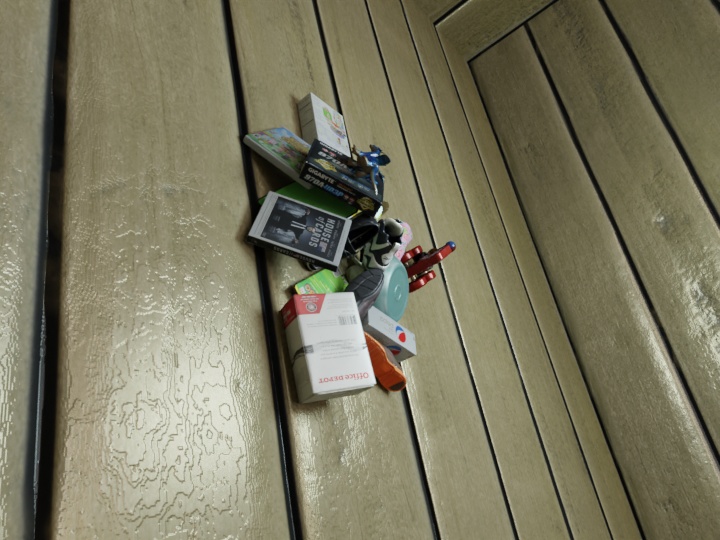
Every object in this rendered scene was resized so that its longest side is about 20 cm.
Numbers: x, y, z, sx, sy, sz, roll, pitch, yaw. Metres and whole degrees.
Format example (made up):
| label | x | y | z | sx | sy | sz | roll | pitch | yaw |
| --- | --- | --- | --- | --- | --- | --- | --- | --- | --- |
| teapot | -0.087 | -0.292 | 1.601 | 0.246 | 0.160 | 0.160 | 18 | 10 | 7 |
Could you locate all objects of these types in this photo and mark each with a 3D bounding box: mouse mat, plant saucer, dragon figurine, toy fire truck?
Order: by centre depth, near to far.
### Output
| label | x | y | z | sx | sy | sz | roll | pitch | yaw |
| --- | --- | --- | --- | --- | --- | --- | --- | --- | --- |
| mouse mat | -0.118 | -0.148 | 1.265 | 0.161 | 0.008 | 0.199 | 41 | 48 | 16 |
| dragon figurine | 0.033 | -0.242 | 1.280 | 0.098 | 0.060 | 0.201 | 2 | 33 | -29 |
| plant saucer | 0.084 | 0.057 | 1.431 | 0.199 | 0.035 | 0.204 | -19 | 112 | -62 |
| toy fire truck | 0.203 | -0.028 | 1.644 | 0.113 | 0.167 | 0.199 | 62 | 30 | 0 |

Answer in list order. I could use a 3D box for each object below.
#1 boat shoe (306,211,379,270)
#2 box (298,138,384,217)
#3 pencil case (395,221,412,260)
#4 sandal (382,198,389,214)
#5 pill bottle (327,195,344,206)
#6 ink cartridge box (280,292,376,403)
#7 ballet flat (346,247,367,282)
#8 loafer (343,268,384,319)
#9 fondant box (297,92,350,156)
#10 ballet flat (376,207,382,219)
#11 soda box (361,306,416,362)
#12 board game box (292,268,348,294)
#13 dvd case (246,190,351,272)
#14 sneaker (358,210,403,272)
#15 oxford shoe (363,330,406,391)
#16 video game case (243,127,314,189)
| label | x | y | z | sx | sy | sz | roll | pitch | yaw |
| --- | --- | --- | --- | --- | --- | --- | --- | --- | --- |
| boat shoe | -0.040 | -0.064 | 1.273 | 0.062 | 0.199 | 0.075 | 51 | -6 | 46 |
| box | -0.039 | -0.220 | 1.295 | 0.198 | 0.046 | 0.160 | 27 | 30 | -11 |
| pencil case | 0.090 | -0.071 | 1.579 | 0.088 | 0.087 | 0.201 | 53 | 33 | -16 |
| sandal | 0.015 | -0.165 | 1.581 | 0.081 | 0.054 | 0.200 | 50 | 46 | -11 |
| pill bottle | -0.065 | -0.153 | 1.377 | 0.112 | 0.110 | 0.201 | 49 | 32 | -22 |
| ink cartridge box | -0.068 | 0.154 | 1.115 | 0.145 | 0.083 | 0.203 | 0 | 65 | -32 |
| ballet flat | 0.000 | 0.000 | 1.406 | 0.068 | 0.068 | 0.202 | 34 | 43 | -17 |
| loafer | -0.011 | 0.079 | 1.275 | 0.200 | 0.071 | 0.064 | -49 | 150 | -31 |
| fondant box | -0.100 | -0.381 | 1.559 | 0.143 | 0.058 | 0.203 | 23 | 49 | -48 |
| ballet flat | -0.013 | -0.111 | 1.459 | 0.067 | 0.067 | 0.200 | 52 | 56 | -17 |
| soda box | 0.056 | 0.158 | 1.363 | 0.199 | 0.068 | 0.064 | 36 | 38 | -39 |
| board game box | -0.085 | 0.052 | 1.268 | 0.097 | 0.030 | 0.200 | 62 | 27 | -2 |
| dvd case | -0.127 | -0.086 | 1.185 | 0.197 | 0.025 | 0.152 | 19 | 47 | -4 |
| sneaker | 0.053 | -0.104 | 1.351 | 0.079 | 0.130 | 0.201 | 22 | 42 | -29 |
| oxford shoe | 0.037 | 0.205 | 1.314 | 0.201 | 0.071 | 0.073 | 53 | 13 | -28 |
| video game case | -0.158 | -0.277 | 1.335 | 0.199 | 0.022 | 0.182 | 36 | 30 | 8 |
